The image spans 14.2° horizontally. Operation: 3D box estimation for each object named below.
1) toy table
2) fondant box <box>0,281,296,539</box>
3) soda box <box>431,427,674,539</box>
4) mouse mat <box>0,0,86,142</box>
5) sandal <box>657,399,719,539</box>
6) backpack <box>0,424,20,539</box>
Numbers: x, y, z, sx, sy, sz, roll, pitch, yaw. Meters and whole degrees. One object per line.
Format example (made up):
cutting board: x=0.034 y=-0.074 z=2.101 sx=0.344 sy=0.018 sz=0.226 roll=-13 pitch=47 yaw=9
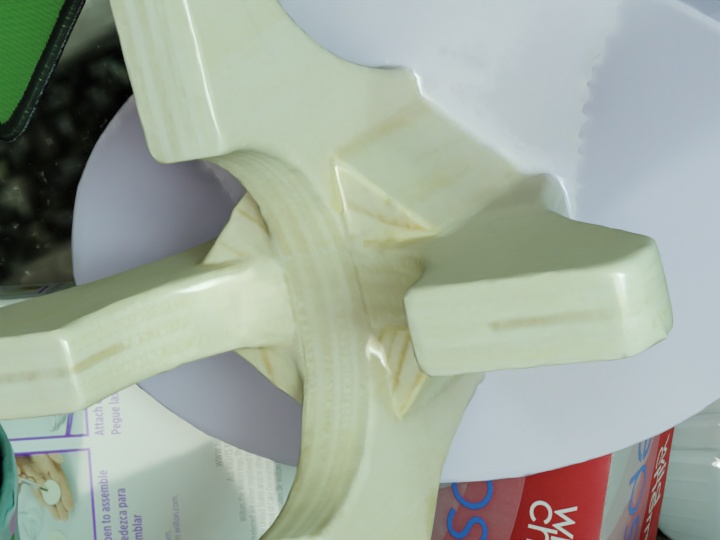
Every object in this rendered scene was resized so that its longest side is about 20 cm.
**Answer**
toy table: x=0.000 y=0.000 z=0.657 sx=0.200 sy=0.117 sz=0.184 roll=-21 pitch=97 yaw=29
fondant box: x=-0.111 y=0.078 z=0.789 sx=0.199 sy=0.058 sz=0.145 roll=-4 pitch=96 yaw=-2
soda box: x=0.049 y=0.014 z=0.746 sx=0.063 sy=0.070 sz=0.201 roll=13 pitch=113 yaw=18
mouse mat: x=-0.089 y=-0.150 z=0.669 sx=0.008 sy=0.200 sz=0.161 roll=1 pitch=134 yaw=-35
sandal: x=0.123 y=-0.018 z=0.777 sx=0.079 sy=0.059 sz=0.207 roll=11 pitch=111 yaw=18
backpack: x=-0.174 y=0.097 z=0.677 sx=0.199 sy=0.176 sz=0.154 roll=-6 pitch=112 yaw=2
